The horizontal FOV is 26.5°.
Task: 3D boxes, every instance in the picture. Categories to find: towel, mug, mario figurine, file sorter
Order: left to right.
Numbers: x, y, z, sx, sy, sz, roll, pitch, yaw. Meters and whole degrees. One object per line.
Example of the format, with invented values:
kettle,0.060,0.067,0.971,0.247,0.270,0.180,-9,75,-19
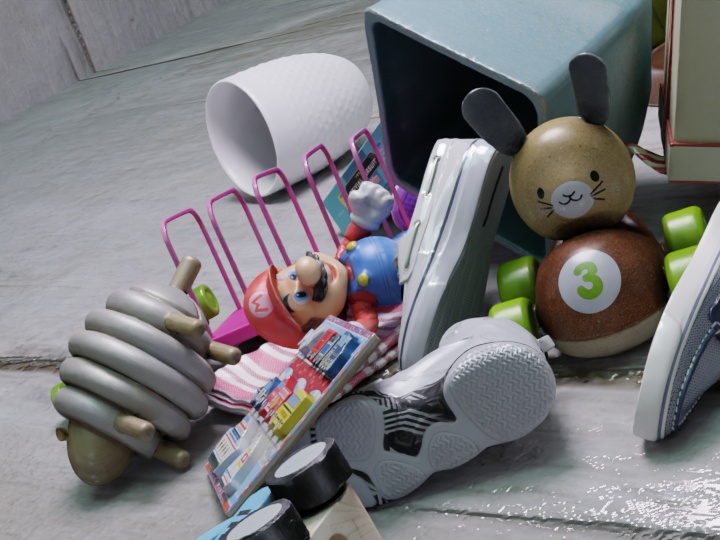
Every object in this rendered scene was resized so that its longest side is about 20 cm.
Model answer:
mug,-0.087,-0.178,1.886,0.174,0.148,0.200,-27,-13,-32
file sorter,-0.061,-0.032,1.373,0.198,0.127,0.139,-24,6,11
towel,-0.027,0.063,1.279,0.199,0.030,0.146,-34,22,-33
mario figurine,0.000,0.000,1.231,0.198,0.107,0.124,-20,22,-5

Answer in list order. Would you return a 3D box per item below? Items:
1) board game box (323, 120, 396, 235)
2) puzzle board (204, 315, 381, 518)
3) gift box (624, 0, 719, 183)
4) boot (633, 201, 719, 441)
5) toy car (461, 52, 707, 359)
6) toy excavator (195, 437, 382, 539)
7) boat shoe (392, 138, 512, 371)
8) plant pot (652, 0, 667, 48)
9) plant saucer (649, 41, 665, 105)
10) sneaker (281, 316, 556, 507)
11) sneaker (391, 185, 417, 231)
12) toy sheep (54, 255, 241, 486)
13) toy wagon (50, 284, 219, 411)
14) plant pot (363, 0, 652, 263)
board game box,0.058,-0.125,1.542,0.150,0.047,0.200,-32,-8,-28
puzzle board,-0.055,0.095,1.078,0.151,0.017,0.200,-49,8,-5
gift box,0.317,-0.165,1.256,0.198,0.189,0.185,2,24,12
boot,0.246,0.035,0.977,0.090,0.073,0.201,18,56,20
toy car,0.156,-0.051,1.110,0.163,0.202,0.158,-17,18,16
toy excavator,-0.092,0.207,0.872,0.199,0.100,0.195,-27,11,32
boat shoe,0.061,-0.008,1.184,0.066,0.074,0.202,11,71,32
plant pot,0.267,-0.319,1.804,0.192,0.201,0.201,-31,16,11
plant saucer,0.381,-0.232,1.638,0.198,0.035,0.201,-21,19,7
sneaker,0.046,0.094,1.044,0.198,0.076,0.115,-24,7,18
sneaker,0.120,-0.085,1.425,0.198,0.081,0.088,-19,8,7
toy sheep,-0.174,0.080,1.227,0.137,0.138,0.201,3,59,53
toy wagon,-0.206,0.085,1.382,0.154,0.040,0.200,-28,17,14
plant pot,0.148,-0.164,1.309,0.195,0.198,0.200,32,59,34
